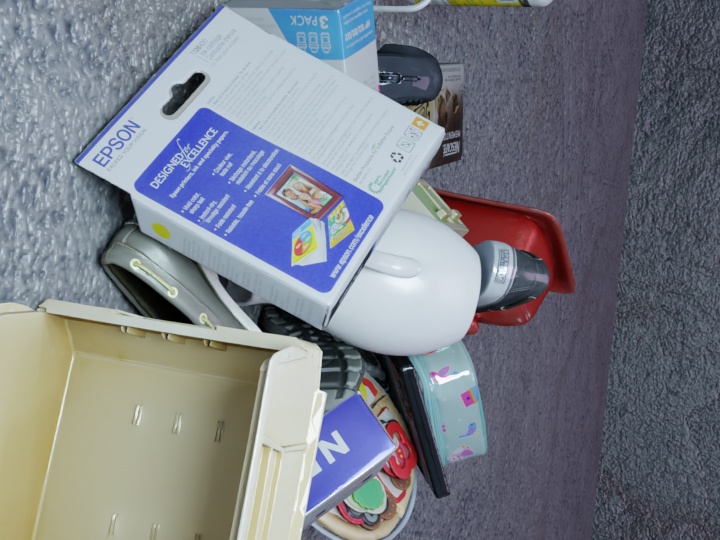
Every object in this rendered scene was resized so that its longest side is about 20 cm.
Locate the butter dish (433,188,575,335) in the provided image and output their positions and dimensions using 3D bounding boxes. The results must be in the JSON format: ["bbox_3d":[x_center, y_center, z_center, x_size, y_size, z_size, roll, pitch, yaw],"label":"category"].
[{"bbox_3d":[0.145,0.009,1.284,0.149,0.198,0.200,-65,153,-21],"label":"butter dish"}]

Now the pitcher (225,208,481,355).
[{"bbox_3d":[0.000,0.000,0.846,0.172,0.198,0.122,156,-55,-75],"label":"pitcher"}]

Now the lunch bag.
[{"bbox_3d":[0.079,0.110,1.200,0.200,0.076,0.161,-115,-172,-53],"label":"lunch bag"}]

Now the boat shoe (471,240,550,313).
[{"bbox_3d":[0.112,0.009,0.955,0.200,0.066,0.071,154,-54,-72],"label":"boat shoe"}]

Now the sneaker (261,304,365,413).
[{"bbox_3d":[-0.043,0.093,0.905,0.200,0.075,0.080,-122,-146,-68],"label":"sneaker"}]

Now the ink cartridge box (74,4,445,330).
[{"bbox_3d":[-0.066,-0.080,0.754,0.198,0.199,0.047,-57,172,-36],"label":"ink cartridge box"}]

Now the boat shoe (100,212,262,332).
[{"bbox_3d":[-0.120,0.045,0.779,0.060,0.072,0.202,-50,124,-32],"label":"boat shoe"}]

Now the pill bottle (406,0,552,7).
[{"bbox_3d":[0.100,-0.327,1.065,0.112,0.198,0.114,7,90,-67],"label":"pill bottle"}]

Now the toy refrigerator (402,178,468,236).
[{"bbox_3d":[0.053,-0.050,1.050,0.070,0.076,0.200,-42,172,10],"label":"toy refrigerator"}]

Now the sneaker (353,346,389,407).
[{"bbox_3d":[-0.018,0.165,1.099,0.075,0.081,0.201,29,46,-30],"label":"sneaker"}]

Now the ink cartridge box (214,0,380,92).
[{"bbox_3d":[-0.046,-0.128,0.881,0.068,0.114,0.202,-47,137,-53],"label":"ink cartridge box"}]

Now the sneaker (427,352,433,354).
[{"bbox_3d":[0.001,0.018,1.072,0.200,0.087,0.074,43,72,-25],"label":"sneaker"}]

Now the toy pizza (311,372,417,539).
[{"bbox_3d":[-0.011,0.166,1.013,0.199,0.032,0.201,29,44,-33],"label":"toy pizza"}]

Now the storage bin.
[{"bbox_3d":[-0.137,0.125,0.623,0.094,0.198,0.200,29,69,-67],"label":"storage bin"}]

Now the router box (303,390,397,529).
[{"bbox_3d":[-0.071,0.178,0.769,0.199,0.049,0.180,-34,168,-13],"label":"router box"}]

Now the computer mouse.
[{"bbox_3d":[0.002,-0.181,0.971,0.199,0.034,0.059,-8,104,-35],"label":"computer mouse"}]

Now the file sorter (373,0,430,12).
[{"bbox_3d":[-0.008,-0.337,0.905,0.200,0.124,0.140,54,47,-58],"label":"file sorter"}]

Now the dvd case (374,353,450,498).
[{"bbox_3d":[0.048,0.140,1.116,0.200,0.017,0.144,-130,-157,-76],"label":"dvd case"}]

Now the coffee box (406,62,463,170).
[{"bbox_3d":[0.044,-0.166,1.131,0.200,0.079,0.114,-24,116,-64],"label":"coffee box"}]
